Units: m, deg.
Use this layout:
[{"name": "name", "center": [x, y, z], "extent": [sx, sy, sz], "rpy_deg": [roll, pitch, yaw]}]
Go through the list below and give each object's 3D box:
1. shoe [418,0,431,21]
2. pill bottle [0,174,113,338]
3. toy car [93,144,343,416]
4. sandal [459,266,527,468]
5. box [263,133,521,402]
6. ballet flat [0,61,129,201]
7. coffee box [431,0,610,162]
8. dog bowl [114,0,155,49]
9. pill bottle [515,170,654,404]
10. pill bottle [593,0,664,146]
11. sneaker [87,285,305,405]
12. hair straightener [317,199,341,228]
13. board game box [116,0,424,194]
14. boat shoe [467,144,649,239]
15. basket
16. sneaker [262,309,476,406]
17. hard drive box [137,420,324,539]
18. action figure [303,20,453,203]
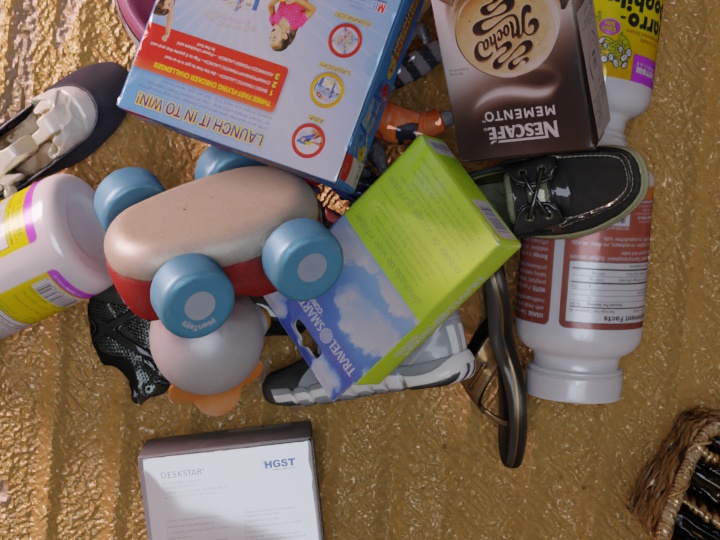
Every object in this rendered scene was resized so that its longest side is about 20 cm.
[{"name": "shoe", "center": [0.011, -0.214, 1.408], "extent": [0.070, 0.053, 0.201], "rpy_deg": [35, 97, -3]}, {"name": "pill bottle", "center": [-0.309, 0.002, 1.380], "extent": [0.199, 0.104, 0.105], "rpy_deg": [-23, 96, 21]}, {"name": "toy car", "center": [-0.111, 0.028, 1.328], "extent": [0.176, 0.184, 0.201], "rpy_deg": [-18, 126, -18]}, {"name": "sandal", "center": [0.111, 0.076, 1.419], "extent": [0.054, 0.082, 0.201], "rpy_deg": [-9, 109, 1]}, {"name": "box", "center": [0.023, 0.001, 1.338], "extent": [0.200, 0.048, 0.122], "rpy_deg": [-45, 65, 22]}, {"name": "ballet flat", "center": [-0.282, -0.111, 1.409], "extent": [0.199, 0.073, 0.073], "rpy_deg": [-34, 96, 2]}, {"name": "coffee box", "center": [0.121, -0.194, 1.262], "extent": [0.112, 0.080, 0.201], "rpy_deg": [-5, 109, 21]}, {"name": "dog bowl", "center": [-0.121, -0.254, 1.383], "extent": [0.199, 0.074, 0.202], "rpy_deg": [0, 92, 5]}, {"name": "pill bottle", "center": [0.192, 0.009, 1.408], "extent": [0.111, 0.112, 0.202], "rpy_deg": [4, 96, -1]}, {"name": "pill bottle", "center": [0.201, -0.195, 1.379], "extent": [0.103, 0.104, 0.202], "rpy_deg": [7, 89, -2]}, {"name": "sneaker", "center": [-0.143, 0.061, 1.428], "extent": [0.198, 0.076, 0.115], "rpy_deg": [4, 98, 2]}, {"name": "hair straightener", "center": [0.000, 0.000, 1.436], "extent": [0.199, 0.041, 0.077], "rpy_deg": [27, 95, -9]}, {"name": "board game box", "center": [-0.066, -0.186, 1.289], "extent": [0.199, 0.056, 0.197], "rpy_deg": [20, 89, 16]}, {"name": "boat shoe", "center": [0.137, -0.058, 1.333], "extent": [0.200, 0.066, 0.072], "rpy_deg": [-10, 87, 36]}, {"name": "basket", "center": [0.355, 0.217, 1.414], "extent": [0.199, 0.149, 0.143], "rpy_deg": [33, 95, -3]}, {"name": "sneaker", "center": [0.001, 0.051, 1.417], "extent": [0.199, 0.075, 0.116], "rpy_deg": [-10, 90, 21]}, {"name": "hard drive box", "center": [-0.107, 0.246, 1.445], "extent": [0.155, 0.077, 0.202], "rpy_deg": [-5, 97, -1]}, {"name": "action figure", "center": [0.011, -0.118, 1.390], "extent": [0.193, 0.200, 0.105], "rpy_deg": [-21, 52, 23]}]
